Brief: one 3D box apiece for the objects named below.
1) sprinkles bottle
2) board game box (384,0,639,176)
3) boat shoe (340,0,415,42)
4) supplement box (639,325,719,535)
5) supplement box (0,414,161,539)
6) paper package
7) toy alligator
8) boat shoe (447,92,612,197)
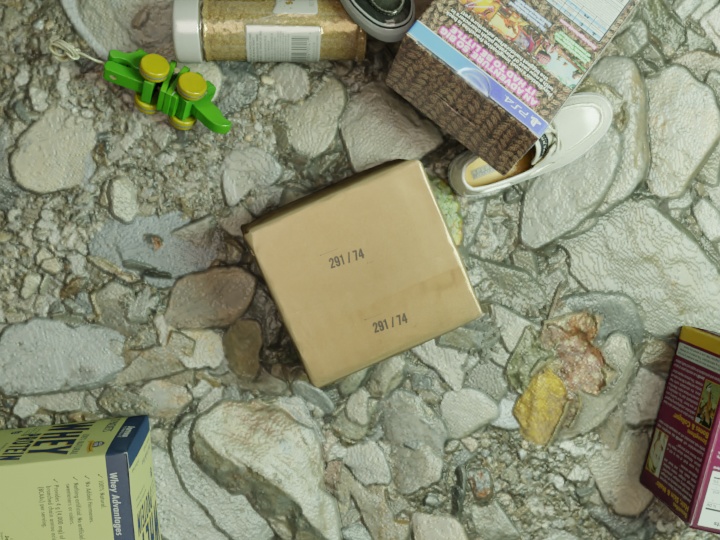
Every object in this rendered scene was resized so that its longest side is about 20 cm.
[{"bbox_3d":[-0.093,-0.251,0.875,0.197,0.068,0.069,-1,96,-6],"label":"sprinkles bottle"},{"bbox_3d":[0.150,-0.230,0.844,0.159,0.097,0.201,38,71,1],"label":"board game box"},{"bbox_3d":[0.005,-0.325,0.838,0.071,0.071,0.202,-16,73,-14],"label":"boat shoe"},{"bbox_3d":[0.407,0.177,0.939,0.102,0.131,0.202,13,96,-7],"label":"supplement box"},{"bbox_3d":[-0.320,0.273,0.876,0.197,0.134,0.203,-5,97,-5],"label":"supplement box"},{"bbox_3d":[0.000,0.000,0.894,0.198,0.103,0.192,-24,99,-3],"label":"paper package"},{"bbox_3d":[-0.220,-0.205,0.878,0.198,0.059,0.055,25,52,-7],"label":"toy alligator"},{"bbox_3d":[0.190,-0.137,0.914,0.198,0.070,0.072,-23,98,-2],"label":"boat shoe"}]
